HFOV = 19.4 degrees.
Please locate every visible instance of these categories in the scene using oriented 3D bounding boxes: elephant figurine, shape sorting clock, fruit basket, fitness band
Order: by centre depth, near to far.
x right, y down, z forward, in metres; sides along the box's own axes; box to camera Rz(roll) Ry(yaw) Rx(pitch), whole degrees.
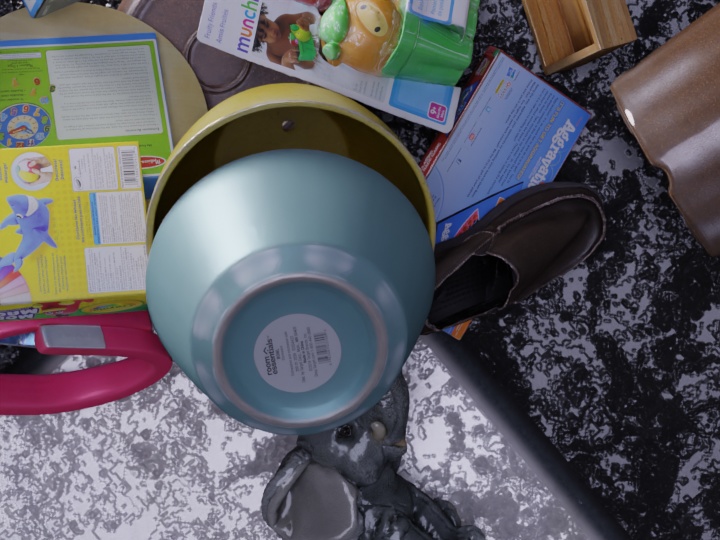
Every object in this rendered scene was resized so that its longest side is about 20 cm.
[{"bbox_3d":[-0.008,-0.209,1.541,0.200,0.094,0.186,22,55,-18],"label":"fruit basket"},{"bbox_3d":[-0.233,0.067,1.550,0.144,0.200,0.038,-29,66,38],"label":"fitness band"},{"bbox_3d":[-0.211,-0.108,1.551,0.200,0.039,0.200,5,62,-9],"label":"shape sorting clock"},{"bbox_3d":[-0.006,0.152,1.561,0.155,0.141,0.200,-34,99,-13],"label":"elephant figurine"}]

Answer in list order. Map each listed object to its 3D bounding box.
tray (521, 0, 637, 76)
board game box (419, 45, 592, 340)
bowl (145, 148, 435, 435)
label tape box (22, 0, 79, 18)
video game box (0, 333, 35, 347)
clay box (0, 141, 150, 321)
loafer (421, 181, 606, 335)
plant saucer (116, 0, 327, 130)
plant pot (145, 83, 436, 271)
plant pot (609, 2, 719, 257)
[{"bbox_3d":[0.142,-0.253,1.564,0.037,0.099,0.200,-18,90,-20],"label":"tray"},{"bbox_3d":[0.085,-0.057,1.581,0.103,0.019,0.200,31,90,-31],"label":"board game box"},{"bbox_3d":[-0.043,0.029,1.408,0.200,0.105,0.201,-2,116,-5],"label":"bowl"},{"bbox_3d":[-0.184,-0.293,1.560,0.200,0.063,0.144,-27,86,-23],"label":"label tape box"},{"bbox_3d":[-0.301,-0.045,1.625,0.182,0.047,0.200,6,91,6],"label":"video game box"},{"bbox_3d":[-0.248,-0.024,1.461,0.200,0.048,0.115,-4,74,-13],"label":"clay box"},{"bbox_3d":[0.106,0.001,1.557,0.200,0.071,0.073,-29,118,-18],"label":"loafer"},{"bbox_3d":[-0.105,-0.159,1.602,0.200,0.034,0.201,-1,86,10],"label":"plant saucer"},{"bbox_3d":[-0.054,-0.054,1.503,0.200,0.142,0.200,-3,116,-5],"label":"plant pot"},{"bbox_3d":[0.301,-0.120,1.518,0.198,0.200,0.200,-32,88,11],"label":"plant pot"}]
